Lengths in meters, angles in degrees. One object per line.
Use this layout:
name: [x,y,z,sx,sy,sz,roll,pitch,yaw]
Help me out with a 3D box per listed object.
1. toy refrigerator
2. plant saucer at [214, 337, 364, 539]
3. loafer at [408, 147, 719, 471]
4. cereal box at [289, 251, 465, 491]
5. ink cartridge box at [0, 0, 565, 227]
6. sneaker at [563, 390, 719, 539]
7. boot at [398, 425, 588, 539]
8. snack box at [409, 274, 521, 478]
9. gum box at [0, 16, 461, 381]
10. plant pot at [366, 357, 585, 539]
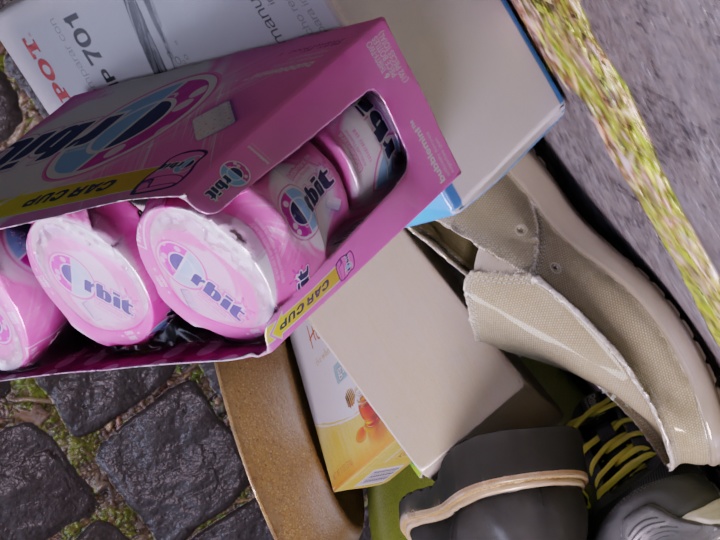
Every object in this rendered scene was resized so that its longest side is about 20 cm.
toy refrigerator: [0.004,0.010,0.910,0.200,0.070,0.076,52,-175,24]
plant saucer: [-0.037,0.087,1.108,0.200,0.035,0.202,-19,-90,-82]
loafer: [0.080,0.014,0.818,0.200,0.068,0.076,51,174,24]
cereal box: [0.000,0.000,1.024,0.144,0.039,0.201,-48,54,54]
ink cartridge box: [-0.039,-0.085,0.771,0.199,0.086,0.147,-15,113,49]
sneaker: [0.119,0.098,0.872,0.085,0.074,0.200,58,-175,7]
boot: [0.063,0.160,0.839,0.200,0.077,0.139,88,176,-71]
snack box: [0.023,-0.003,1.080,0.200,0.053,0.143,53,141,44]
gum box: [-0.069,-0.022,0.691,0.199,0.114,0.066,-7,119,46]
plant pot: [0.085,0.144,1.139,0.201,0.199,0.194,62,-176,-57]
